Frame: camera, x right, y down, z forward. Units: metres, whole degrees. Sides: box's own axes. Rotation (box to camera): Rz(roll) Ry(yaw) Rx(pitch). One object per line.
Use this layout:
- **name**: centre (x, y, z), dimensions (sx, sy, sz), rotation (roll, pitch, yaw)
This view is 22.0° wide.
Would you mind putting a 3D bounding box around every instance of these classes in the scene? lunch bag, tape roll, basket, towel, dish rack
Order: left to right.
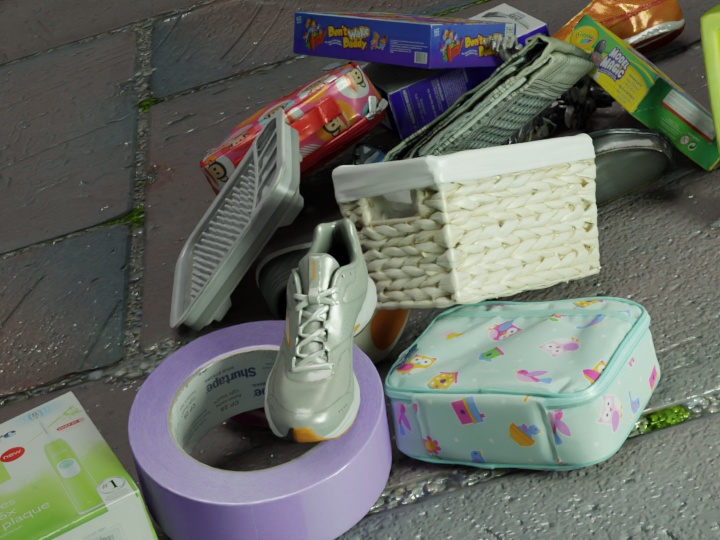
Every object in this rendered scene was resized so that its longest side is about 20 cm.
- **dish rack**: centre (-0.111, -0.042, 1.754), dimensions (0.200, 0.043, 0.172), rotation (-53, 19, 21)
- **tape roll**: centre (-0.077, 0.128, 1.429), dimensions (0.198, 0.066, 0.201), rotation (-5, 39, 4)
- **lunch bag**: centre (-0.069, -0.137, 1.889), dimensions (0.199, 0.082, 0.176), rotation (-33, 6, 1)
- **basket**: centre (0.094, -0.040, 1.554), dimensions (0.199, 0.125, 0.135), rotation (-10, 4, -42)
- **towel**: centre (0.122, -0.139, 1.685), dimensions (0.192, 0.035, 0.200), rotation (-37, -10, 17)
- **lunch bag**: centre (0.123, 0.081, 1.432), dimensions (0.199, 0.078, 0.160), rotation (0, 30, 32)

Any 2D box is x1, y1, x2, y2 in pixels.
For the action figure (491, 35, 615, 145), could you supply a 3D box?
- **action figure**: centre (0.182, -0.178, 1.864), dimensions (0.118, 0.103, 0.200), rotation (19, 43, 31)

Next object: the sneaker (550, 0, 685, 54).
- **sneaker**: centre (0.249, -0.255, 1.981), dimensions (0.199, 0.078, 0.073), rotation (-20, -13, -18)

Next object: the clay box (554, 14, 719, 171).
- **clay box**: centre (0.269, -0.178, 1.777), dimensions (0.048, 0.115, 0.200), rotation (-51, 31, 13)

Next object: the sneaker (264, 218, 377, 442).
- **sneaker**: centre (-0.035, 0.041, 1.402), dimensions (0.075, 0.092, 0.201), rotation (-1, 41, 9)

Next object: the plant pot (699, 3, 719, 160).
- **plant pot**: centre (0.422, -0.163, 1.592), dimensions (0.199, 0.200, 0.181), rotation (-2, 24, 30)

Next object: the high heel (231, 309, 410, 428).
- **high heel**: centre (-0.039, 0.062, 1.585), dimensions (0.095, 0.068, 0.200), rotation (19, 57, 36)

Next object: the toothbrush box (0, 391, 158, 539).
- **toothbrush box**: centre (-0.252, 0.194, 1.444), dimensions (0.145, 0.087, 0.200), rotation (-25, 26, -14)

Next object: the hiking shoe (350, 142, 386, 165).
- **hiking shoe**: centre (0.033, -0.071, 1.813), dimensions (0.086, 0.075, 0.200), rotation (10, 17, -10)

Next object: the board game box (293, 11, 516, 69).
- **board game box**: centre (0.045, -0.243, 1.942), dimensions (0.199, 0.045, 0.134), rotation (12, 14, 43)

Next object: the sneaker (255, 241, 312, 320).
- **sneaker**: centre (0.000, 0.000, 1.681), dimensions (0.199, 0.071, 0.099), rotation (-21, 28, 6)

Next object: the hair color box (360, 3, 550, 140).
- **hair color box**: centre (0.104, -0.220, 2.036), dimensions (0.199, 0.065, 0.109), rotation (-26, 28, -12)

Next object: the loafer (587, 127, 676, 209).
- **loafer**: centre (0.196, -0.073, 1.702), dimensions (0.199, 0.073, 0.073), rotation (-19, 33, 20)
